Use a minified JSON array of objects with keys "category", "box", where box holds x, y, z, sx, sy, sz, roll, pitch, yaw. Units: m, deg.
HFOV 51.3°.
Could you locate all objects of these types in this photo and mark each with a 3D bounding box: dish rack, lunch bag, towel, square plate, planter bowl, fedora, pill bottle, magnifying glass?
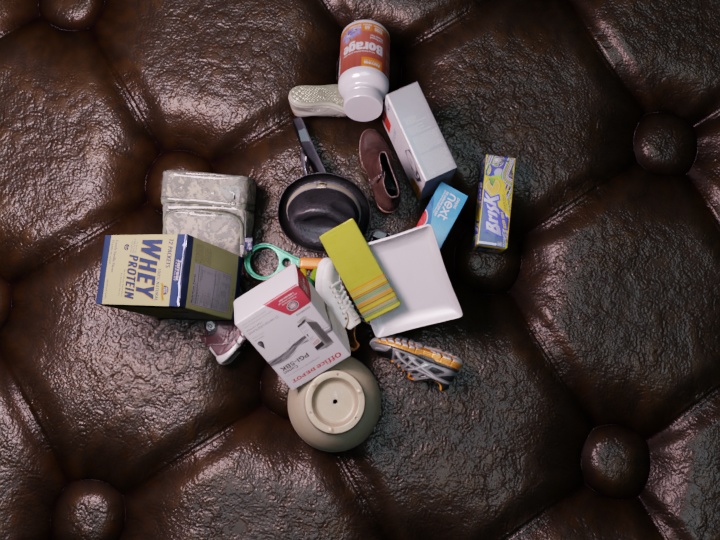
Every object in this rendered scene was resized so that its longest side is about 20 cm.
[{"category":"dish rack","box":[0.059,0.023,1.599,0.151,0.055,0.203,22,82,3]},{"category":"lunch bag","box":[-0.315,-0.117,1.569,0.196,0.139,0.171,5,95,-1]},{"category":"towel","box":[0.000,0.000,1.506,0.085,0.018,0.202,-26,99,20]},{"category":"square plate","box":[0.086,0.022,1.508,0.195,0.028,0.203,-16,105,23]},{"category":"planter bowl","box":[-0.053,0.265,1.511,0.196,0.135,0.204,0,80,-2]},{"category":"fedora","box":[-0.077,-0.103,1.553,0.197,0.092,0.204,0,118,1]},{"category":"pill bottle","box":[0.008,-0.429,1.618,0.110,0.113,0.203,3,63,-2]},{"category":"magnifying glass","box":[-0.151,-0.016,1.612,0.196,0.022,0.081,2,80,-3]}]

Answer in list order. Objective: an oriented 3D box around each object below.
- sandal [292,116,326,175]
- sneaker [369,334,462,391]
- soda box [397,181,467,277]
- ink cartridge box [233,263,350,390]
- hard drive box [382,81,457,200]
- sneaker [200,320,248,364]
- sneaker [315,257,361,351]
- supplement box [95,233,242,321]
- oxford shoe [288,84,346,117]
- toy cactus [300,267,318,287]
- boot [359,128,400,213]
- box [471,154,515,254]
[{"category":"sandal","box":[-0.113,-0.236,1.628,0.042,0.076,0.202,-21,72,-8]},{"category":"sneaker","box":[0.110,0.190,1.564,0.197,0.078,0.078,19,100,8]},{"category":"soda box","box":[0.147,-0.078,1.565,0.067,0.064,0.202,29,74,4]},{"category":"ink cartridge box","box":[-0.128,0.111,1.438,0.146,0.083,0.201,-31,121,8]},{"category":"hard drive box","box":[0.123,-0.272,1.600,0.076,0.156,0.203,-23,81,-5]},{"category":"sneaker","box":[-0.258,0.088,1.564,0.115,0.076,0.200,40,82,8]},{"category":"sneaker","box":[-0.037,0.071,1.537,0.084,0.073,0.203,3,110,33]},{"category":"supplement box","box":[-0.370,0.018,1.474,0.197,0.199,0.137,0,79,22]},{"category":"oxford shoe","box":[-0.066,-0.369,1.661,0.196,0.058,0.076,-1,62,-18]},{"category":"toy cactus","box":[-0.134,0.067,1.534,0.101,0.165,0.201,28,74,23]},{"category":"boot","box":[0.047,-0.227,1.582,0.071,0.166,0.203,-13,81,-5]},{"category":"box","box":[0.289,-0.143,1.631,0.069,0.064,0.204,7,81,-1]}]
